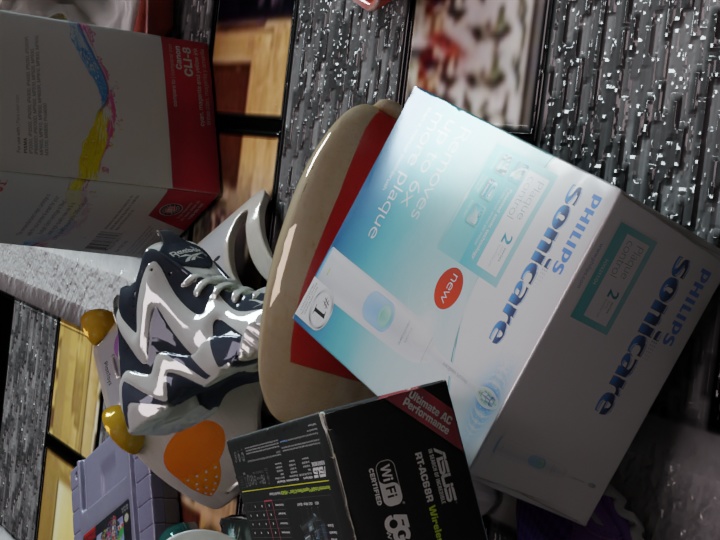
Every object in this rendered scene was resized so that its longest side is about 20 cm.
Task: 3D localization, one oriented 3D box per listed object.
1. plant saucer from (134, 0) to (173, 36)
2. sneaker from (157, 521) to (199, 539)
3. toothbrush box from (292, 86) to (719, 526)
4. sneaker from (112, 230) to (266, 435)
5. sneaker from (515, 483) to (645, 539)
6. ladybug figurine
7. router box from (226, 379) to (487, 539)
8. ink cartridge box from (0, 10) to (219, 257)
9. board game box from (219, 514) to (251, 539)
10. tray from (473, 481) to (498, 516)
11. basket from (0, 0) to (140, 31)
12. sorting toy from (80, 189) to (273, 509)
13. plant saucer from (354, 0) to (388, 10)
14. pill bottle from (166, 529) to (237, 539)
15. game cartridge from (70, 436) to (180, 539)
[{"bbox_3d":[-0.217,-0.280,1.435,0.199,0.036,0.203,-15,73,60],"label":"plant saucer"},{"bbox_3d":[-0.179,0.283,1.227,0.072,0.079,0.202,57,134,48],"label":"sneaker"},{"bbox_3d":[0.068,0.011,0.777,0.148,0.085,0.200,-61,33,6],"label":"toothbrush box"},{"bbox_3d":[-0.095,0.016,1.052,0.198,0.079,0.131,-33,68,31],"label":"sneaker"},{"bbox_3d":[0.093,0.192,0.734,0.080,0.087,0.203,-35,54,56],"label":"sneaker"},{"bbox_3d":[0.000,0.000,0.916,0.071,0.135,0.203,17,99,22],"label":"ladybug figurine"},{"bbox_3d":[0.002,0.140,0.735,0.200,0.061,0.152,152,105,-71],"label":"router box"},{"bbox_3d":[-0.237,-0.108,1.274,0.145,0.198,0.147,-36,55,54],"label":"ink cartridge box"},{"bbox_3d":[-0.062,0.273,1.067,0.135,0.028,0.203,-9,78,61],"label":"board game box"},{"bbox_3d":[0.004,0.134,0.945,0.200,0.022,0.109,-42,49,40],"label":"tray"},{"bbox_3d":[-0.262,-0.304,1.347,0.123,0.134,0.203,33,114,60],"label":"basket"},{"bbox_3d":[-0.111,0.037,1.155,0.180,0.106,0.201,-45,44,23],"label":"sorting toy"},{"bbox_3d":[0.008,-0.289,1.005,0.200,0.036,0.202,46,126,55],"label":"plant saucer"},{"bbox_3d":[-0.133,0.267,1.045,0.201,0.118,0.121,-58,39,40],"label":"pill bottle"},{"bbox_3d":[-0.209,0.208,1.349,0.200,0.038,0.131,-41,47,52],"label":"game cartridge"}]
